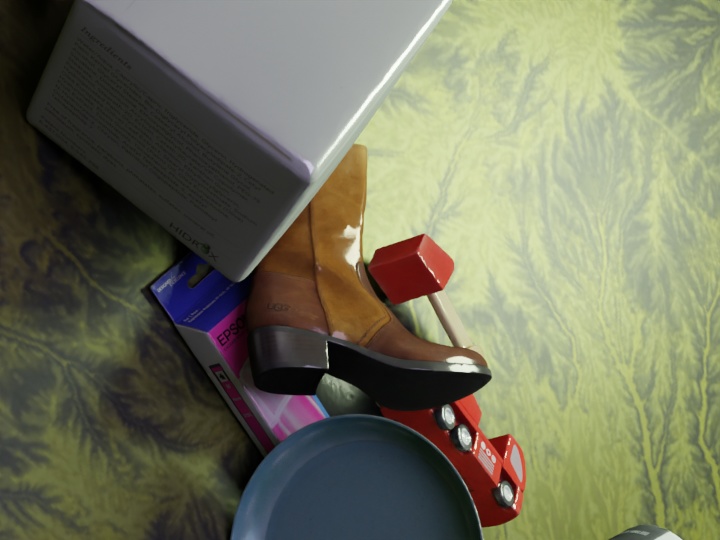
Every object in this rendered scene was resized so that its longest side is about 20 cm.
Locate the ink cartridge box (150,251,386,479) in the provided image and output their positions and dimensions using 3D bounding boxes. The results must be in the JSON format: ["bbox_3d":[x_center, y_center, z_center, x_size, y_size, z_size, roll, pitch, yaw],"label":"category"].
[{"bbox_3d":[-0.063,0.065,1.503,0.095,0.037,0.200,-43,105,-36],"label":"ink cartridge box"}]

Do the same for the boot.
[{"bbox_3d":[0.000,0.000,1.503,0.188,0.068,0.200,3,59,-14],"label":"boot"}]

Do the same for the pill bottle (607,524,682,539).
[{"bbox_3d":[0.175,0.279,1.594,0.200,0.106,0.106,-20,93,-40],"label":"pill bottle"}]

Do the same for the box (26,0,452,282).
[{"bbox_3d":[-0.085,-0.146,1.412,0.200,0.171,0.199,38,57,-2],"label":"box"}]

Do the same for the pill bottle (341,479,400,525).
[{"bbox_3d":[0.044,0.244,1.490,0.113,0.113,0.200,-15,92,-39],"label":"pill bottle"}]

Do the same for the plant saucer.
[{"bbox_3d":[0.000,0.201,1.431,0.027,0.200,0.200,12,71,-61],"label":"plant saucer"}]

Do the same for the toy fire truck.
[{"bbox_3d":[0.069,0.086,1.582,0.200,0.049,0.141,53,35,-30],"label":"toy fire truck"}]
